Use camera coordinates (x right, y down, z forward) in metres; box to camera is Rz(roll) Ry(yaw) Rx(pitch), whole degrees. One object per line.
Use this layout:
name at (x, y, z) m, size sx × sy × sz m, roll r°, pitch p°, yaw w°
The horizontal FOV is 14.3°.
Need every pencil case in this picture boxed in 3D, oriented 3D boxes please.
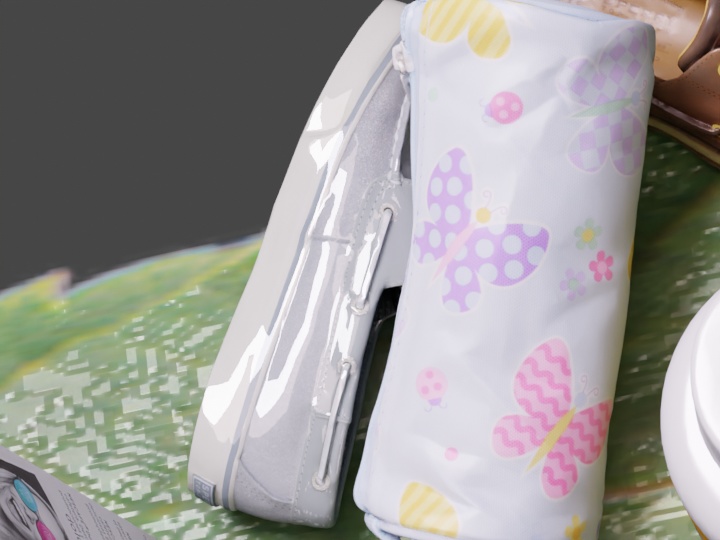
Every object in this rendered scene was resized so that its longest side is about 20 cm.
pencil case at (0.050, 0.001, 1.007) m, size 0.090 × 0.083 × 0.202 m, roll 4°, pitch 93°, yaw -23°

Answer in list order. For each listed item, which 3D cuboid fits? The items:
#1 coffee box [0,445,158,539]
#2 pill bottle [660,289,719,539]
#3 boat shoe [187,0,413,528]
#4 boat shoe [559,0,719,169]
coffee box at (-0.147, 0.197, 0.942) m, size 0.199 × 0.198 × 0.201 m, roll -34°, pitch 61°, yaw 9°
pill bottle at (0.157, 0.060, 0.925) m, size 0.108 × 0.200 × 0.110 m, roll -5°, pitch 70°, yaw 13°
boat shoe at (0.000, 0.000, 1.066) m, size 0.071 × 0.070 × 0.202 m, roll 19°, pitch 79°, yaw 6°
boat shoe at (0.137, -0.078, 1.050) m, size 0.199 × 0.068 × 0.072 m, roll 18°, pitch 76°, yaw 19°
